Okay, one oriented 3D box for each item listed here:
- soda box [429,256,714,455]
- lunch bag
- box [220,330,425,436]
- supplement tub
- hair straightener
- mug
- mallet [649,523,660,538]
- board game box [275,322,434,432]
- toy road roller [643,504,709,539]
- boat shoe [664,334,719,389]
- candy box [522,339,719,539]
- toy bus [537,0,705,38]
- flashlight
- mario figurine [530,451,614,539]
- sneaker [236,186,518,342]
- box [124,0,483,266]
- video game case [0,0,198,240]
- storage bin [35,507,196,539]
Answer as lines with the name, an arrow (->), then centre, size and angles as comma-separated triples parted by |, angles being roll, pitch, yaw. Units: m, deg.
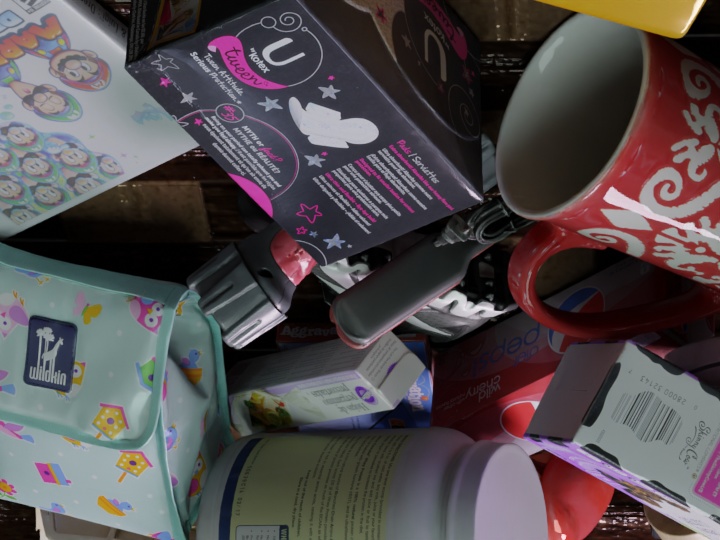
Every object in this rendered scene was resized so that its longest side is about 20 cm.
soda box -> 0.137, 0.060, 1.804 | 0.200, 0.070, 0.063 | -29, 131, 36
lunch bag -> -0.181, 0.070, 1.804 | 0.170, 0.122, 0.200 | 13, 140, 18
box -> -0.032, 0.075, 1.807 | 0.039, 0.041, 0.200 | 46, 151, -17
supplement tub -> 0.009, 0.176, 1.806 | 0.200, 0.145, 0.145 | -3, 143, 26
hair straightener -> 0.072, -0.016, 1.665 | 0.200, 0.041, 0.077 | -29, 176, -3
mug -> 0.184, -0.045, 1.618 | 0.200, 0.134, 0.178 | 23, 133, -29
mallet -> 0.240, 0.120, 1.904 | 0.066, 0.041, 0.200 | 3, 139, 1
board game box -> 0.006, 0.101, 1.916 | 0.103, 0.019, 0.200 | 0, 142, 9
toy road roller -> 0.303, 0.166, 1.836 | 0.200, 0.146, 0.123 | -29, 134, 12
boat shoe -> 0.256, 0.064, 1.640 | 0.073, 0.066, 0.200 | -7, 176, -32
candy box -> 0.212, 0.119, 1.651 | 0.200, 0.072, 0.168 | 29, 175, -4
toy bus -> 0.089, -0.191, 1.475 | 0.200, 0.078, 0.065 | 14, 142, -12
flashlight -> -0.007, -0.027, 1.644 | 0.200, 0.068, 0.068 | -37, 174, 3
mario figurine -> 0.080, 0.152, 1.929 | 0.200, 0.106, 0.123 | -13, 179, 11
sneaker -> 0.000, 0.000, 1.746 | 0.200, 0.067, 0.091 | 21, 138, -23
box -> -0.026, -0.122, 1.537 | 0.115, 0.132, 0.200 | -20, 136, 25
video game case -> -0.213, -0.103, 1.672 | 0.200, 0.024, 0.182 | -24, 134, 32
storage bin -> -0.141, 0.221, 2.029 | 0.198, 0.094, 0.200 | 6, 143, -1
